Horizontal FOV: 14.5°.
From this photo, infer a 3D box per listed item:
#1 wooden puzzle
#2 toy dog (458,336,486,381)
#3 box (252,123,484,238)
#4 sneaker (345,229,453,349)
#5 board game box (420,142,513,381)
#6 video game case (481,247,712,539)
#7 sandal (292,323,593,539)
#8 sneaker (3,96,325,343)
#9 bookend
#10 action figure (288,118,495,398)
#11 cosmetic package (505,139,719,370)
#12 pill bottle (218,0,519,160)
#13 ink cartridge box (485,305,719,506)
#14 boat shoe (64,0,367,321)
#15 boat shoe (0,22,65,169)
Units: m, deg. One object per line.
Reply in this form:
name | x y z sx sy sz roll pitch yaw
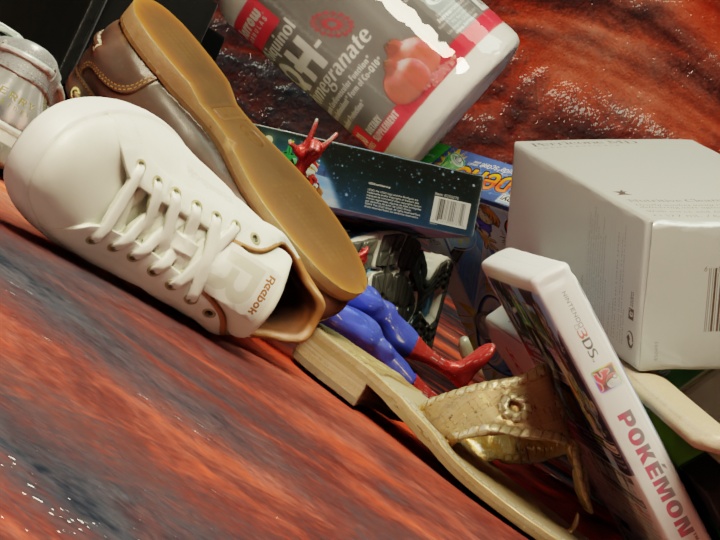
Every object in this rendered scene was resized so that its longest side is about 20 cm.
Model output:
wooden puzzle | 0.186 0.140 1.361 0.200 0.037 0.185 59 -3 -14
toy dog | 0.162 0.025 1.864 0.194 0.140 0.200 16 -27 15
box | -0.048 -0.055 1.602 0.200 0.038 0.137 12 -3 -19
sneaker | -0.009 0.013 1.648 0.090 0.078 0.200 14 -3 13
board game box | 0.110 0.020 1.724 0.135 0.034 0.200 19 -37 46
video game case | 0.121 0.075 1.396 0.182 0.023 0.200 62 -2 -4
sandal | 0.063 0.068 1.382 0.212 0.070 0.078 35 5 26
sneaker | -0.079 -0.019 1.296 0.085 0.073 0.200 33 2 36
bookend | -0.153 -0.132 1.695 0.199 0.092 0.200 19 -7 46
action figure | 0.000 0.000 1.507 0.200 0.099 0.065 29 34 -20
cosmetic package | 0.159 -0.012 1.465 0.113 0.081 0.200 -2 16 -18
pill bottle | -0.013 -0.161 1.674 0.200 0.111 0.111 42 4 3
ink cartridge box | 0.169 0.084 1.570 0.146 0.084 0.200 58 -9 -26
boat shoe | -0.076 -0.046 1.447 0.200 0.070 0.070 53 20 21
boat shoe | -0.184 -0.096 1.474 0.074 0.065 0.202 33 4 -8
